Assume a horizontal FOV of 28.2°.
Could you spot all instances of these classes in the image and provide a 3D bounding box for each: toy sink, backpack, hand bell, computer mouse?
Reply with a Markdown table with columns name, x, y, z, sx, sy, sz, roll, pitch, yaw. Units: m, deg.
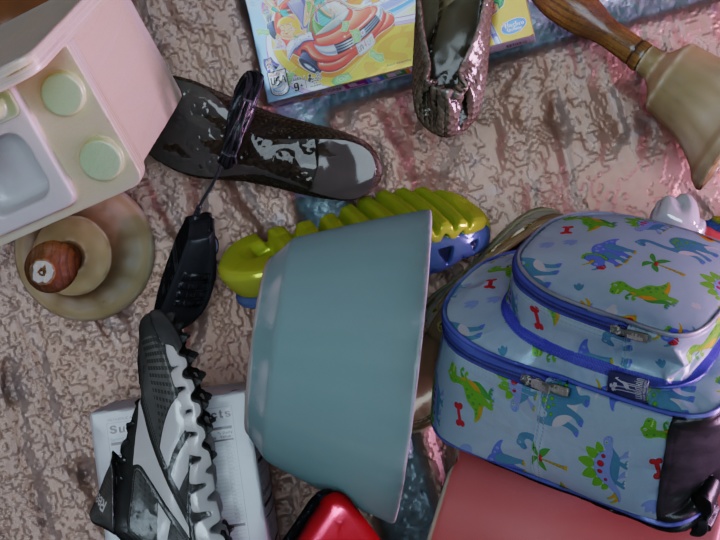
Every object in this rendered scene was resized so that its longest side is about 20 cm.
| name | x | y | z | sx | sy | sz | roll | pitch | yaw |
| --- | --- | --- | --- | --- | --- | --- | --- | --- | --- |
| toy sink | -0.212 | -0.098 | 0.940 | 0.129 | 0.200 | 0.113 | -23 | 111 | 14 |
| backpack | 0.150 | 0.048 | 0.906 | 0.198 | 0.183 | 0.148 | 13 | 117 | 27 |
| hand bell | -0.199 | -0.006 | 0.958 | 0.103 | 0.200 | 0.105 | 0 | 95 | -3 |
| computer mouse | -0.101 | -0.045 | 1.018 | 0.034 | 0.059 | 0.201 | 18 | 109 | -15 |
| hand bell | 0.197 | -0.161 | 1.036 | 0.200 | 0.104 | 0.104 | 39 | 88 | 12 |

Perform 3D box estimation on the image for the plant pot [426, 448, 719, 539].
| name | x | y | z | sx | sy | sz | roll | pitch | yaw |
| --- | --- | --- | --- | --- | --- | --- | --- | --- | --- |
| plant pot | 0.139 | 0.187 | 0.981 | 0.176 | 0.200 | 0.202 | 17 | 88 | 10 |

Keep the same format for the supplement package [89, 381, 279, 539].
| name | x | y | z | sx | sy | sz | roll | pitch | yaw |
| --- | --- | --- | --- | --- | --- | --- | --- | --- | --- |
| supplement package | -0.115 | 0.186 | 1.004 | 0.113 | 0.110 | 0.202 | -7 | 89 | -1 |

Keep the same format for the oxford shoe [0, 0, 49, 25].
| name | x | y | z | sx | sy | sz | roll | pitch | yaw |
| --- | --- | --- | --- | --- | --- | --- | --- | --- | --- |
| oxford shoe | -0.219 | -0.221 | 1.034 | 0.071 | 0.071 | 0.200 | 42 | 90 | -2 |

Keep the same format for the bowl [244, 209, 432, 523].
| name | x | y | z | sx | sy | sz | roll | pitch | yaw |
| --- | --- | --- | --- | --- | --- | --- | --- | --- | --- |
| bowl | -0.016 | 0.054 | 0.925 | 0.104 | 0.201 | 0.203 | 8 | 88 | 1 |

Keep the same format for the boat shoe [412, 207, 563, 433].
| name | x | y | z | sx | sy | sz | roll | pitch | yaw |
| --- | --- | --- | --- | --- | --- | --- | --- | --- | --- |
| boat shoe | 0.084 | 0.033 | 1.034 | 0.074 | 0.066 | 0.201 | 38 | 88 | 0 |

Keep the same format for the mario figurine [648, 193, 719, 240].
| name | x | y | z | sx | sy | sz | roll | pitch | yaw |
| --- | --- | --- | --- | --- | --- | --- | --- | --- | --- |
| mario figurine | 0.256 | -0.027 | 1.014 | 0.198 | 0.124 | 0.107 | -18 | 106 | 13 |

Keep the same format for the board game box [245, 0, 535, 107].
| name | x | y | z | sx | sy | sz | roll | pitch | yaw |
| --- | --- | --- | --- | --- | --- | --- | --- | --- | --- |
| board game box | 0.015 | -0.208 | 1.040 | 0.198 | 0.034 | 0.136 | -14 | 88 | 8 |

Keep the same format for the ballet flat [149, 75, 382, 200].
| name | x | y | z | sx | sy | sz | roll | pitch | yaw |
| --- | --- | --- | --- | --- | --- | --- | --- | --- | --- |
| ballet flat | -0.079 | -0.095 | 1.050 | 0.198 | 0.046 | 0.068 | 14 | 102 | 5 |

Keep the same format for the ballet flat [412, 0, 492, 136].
| name | x | y | z | sx | sy | sz | roll | pitch | yaw |
| --- | --- | --- | --- | --- | --- | --- | --- | --- | --- |
| ballet flat | 0.062 | -0.193 | 0.985 | 0.067 | 0.046 | 0.202 | 4 | 91 | 9 |

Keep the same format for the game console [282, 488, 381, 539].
| name | x | y | z | sx | sy | sz | roll | pitch | yaw |
| --- | --- | --- | --- | --- | --- | --- | --- | --- | --- |
| game console | -0.052 | 0.252 | 0.925 | 0.173 | 0.118 | 0.201 | -54 | 130 | -26 |

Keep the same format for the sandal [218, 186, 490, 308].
| name | x | y | z | sx | sy | sz | roll | pitch | yaw |
| --- | --- | --- | --- | --- | --- | --- | --- | --- | --- |
| sandal | 0.000 | 0.000 | 1.038 | 0.198 | 0.080 | 0.088 | -16 | 118 | -6 |

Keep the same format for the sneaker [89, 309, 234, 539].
| name | x | y | z | sx | sy | sz | roll | pitch | yaw |
| --- | --- | --- | --- | --- | --- | --- | --- | --- | --- |
| sneaker | -0.133 | 0.128 | 0.917 | 0.090 | 0.066 | 0.202 | -11 | 91 | -4 |
